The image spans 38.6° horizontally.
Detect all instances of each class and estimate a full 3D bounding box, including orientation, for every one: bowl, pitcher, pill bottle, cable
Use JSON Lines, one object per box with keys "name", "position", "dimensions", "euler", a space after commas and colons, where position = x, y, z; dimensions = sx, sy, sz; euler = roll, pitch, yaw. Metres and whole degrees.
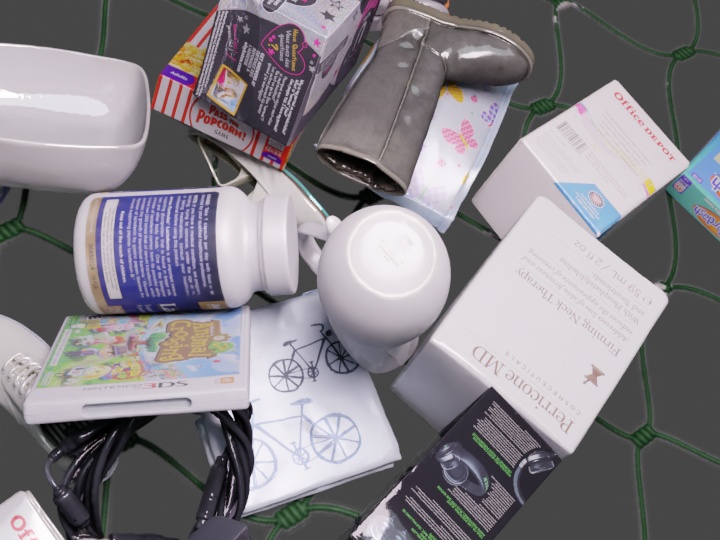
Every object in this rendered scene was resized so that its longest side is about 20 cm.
{"name": "bowl", "position": [-0.310, -0.144, 1.011], "dimensions": [0.197, 0.075, 0.201], "euler": [6, 34, -16]}
{"name": "pitcher", "position": [0.000, 0.000, 0.965], "dimensions": [0.121, 0.200, 0.172], "euler": [-42, 80, -17]}
{"name": "pill bottle", "position": [-0.161, -0.020, 0.976], "dimensions": [0.196, 0.116, 0.117], "euler": [-3, 66, 4]}
{"name": "cable", "position": [-0.166, 0.183, 0.903], "dimensions": [0.199, 0.051, 0.165], "euler": [-31, 100, -30]}

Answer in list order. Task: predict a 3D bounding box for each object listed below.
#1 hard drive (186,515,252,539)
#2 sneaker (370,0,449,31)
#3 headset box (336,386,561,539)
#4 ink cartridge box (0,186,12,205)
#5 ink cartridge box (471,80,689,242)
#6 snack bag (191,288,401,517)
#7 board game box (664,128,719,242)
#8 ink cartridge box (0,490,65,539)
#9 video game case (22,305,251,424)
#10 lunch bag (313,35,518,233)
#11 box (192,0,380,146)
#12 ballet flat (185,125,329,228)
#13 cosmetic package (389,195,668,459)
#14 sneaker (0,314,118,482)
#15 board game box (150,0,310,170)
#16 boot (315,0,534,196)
{"name": "hard drive", "position": [-0.164, 0.303, 0.856], "dimensions": [0.042, 0.136, 0.200], "euler": [31, 62, 23]}
{"name": "sneaker", "position": [0.009, -0.344, 1.222], "dimensions": [0.197, 0.078, 0.114], "euler": [7, 61, -24]}
{"name": "headset box", "position": [0.060, 0.225, 0.921], "dimensions": [0.093, 0.174, 0.200], "euler": [45, 63, 8]}
{"name": "ink cartridge box", "position": [-0.467, -0.058, 0.983], "dimensions": [0.198, 0.041, 0.202], "euler": [23, 63, -4]}
{"name": "ink cartridge box", "position": [0.248, -0.101, 1.132], "dimensions": [0.199, 0.125, 0.129], "euler": [-31, 78, -33]}
{"name": "snack bag", "position": [-0.077, 0.124, 1.016], "dimensions": [0.186, 0.021, 0.202], "euler": [-15, 72, -21]}
{"name": "board game box", "position": [0.486, -0.113, 1.253], "dimensions": [0.152, 0.045, 0.200], "euler": [45, 64, 7]}
{"name": "ink cartridge box", "position": [-0.318, 0.302, 0.839], "dimensions": [0.199, 0.084, 0.146], "euler": [-34, 79, -26]}
{"name": "video game case", "position": [-0.187, 0.077, 0.911], "dimensions": [0.179, 0.200, 0.022], "euler": [-3, 108, -5]}
{"name": "lunch bag", "position": [0.054, -0.152, 1.115], "dimensions": [0.168, 0.128, 0.201], "euler": [28, 53, -4]}
{"name": "box", "position": [-0.062, -0.243, 1.026], "dimensions": [0.114, 0.133, 0.201], "euler": [27, 40, 1]}
{"name": "ballet flat", "position": [-0.113, -0.095, 1.083], "dimensions": [0.069, 0.070, 0.200], "euler": [-35, 72, -25]}
{"name": "cosmetic package", "position": [0.163, 0.075, 1.019], "dimensions": [0.167, 0.167, 0.201], "euler": [38, 64, 4]}
{"name": "sneaker", "position": [-0.292, 0.108, 0.938], "dimensions": [0.200, 0.071, 0.073], "euler": [43, 64, 6]}
{"name": "board game box", "position": [-0.115, -0.207, 1.099], "dimensions": [0.150, 0.047, 0.201], "euler": [25, 41, -3]}
{"name": "boot", "position": [0.068, -0.163, 1.018], "dimensions": [0.179, 0.073, 0.202], "euler": [16, 58, 5]}
